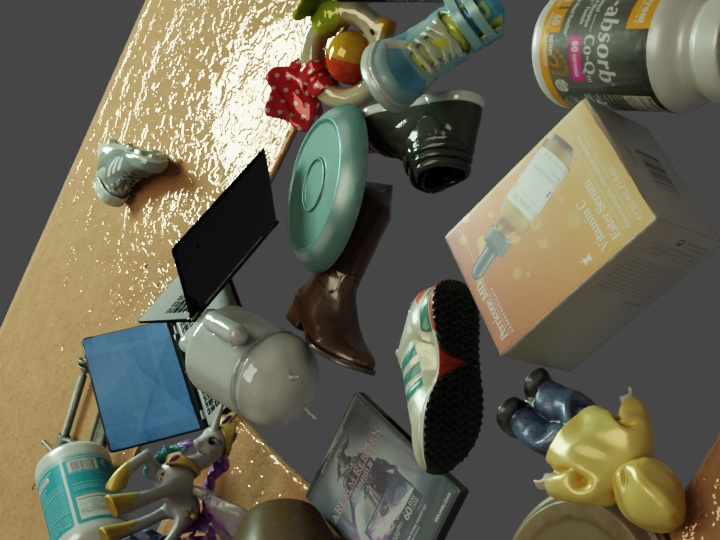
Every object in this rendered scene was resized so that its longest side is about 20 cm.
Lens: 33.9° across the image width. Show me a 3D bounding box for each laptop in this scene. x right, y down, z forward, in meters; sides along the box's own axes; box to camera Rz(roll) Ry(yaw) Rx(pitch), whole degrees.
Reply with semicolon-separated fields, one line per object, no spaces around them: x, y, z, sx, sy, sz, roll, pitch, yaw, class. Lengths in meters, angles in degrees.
-0.249;0.109;1.545;0.200;0.116;0.188;-48;49;28;laptop
-0.201;-0.039;1.482;0.199;0.116;0.187;-5;38;48;laptop

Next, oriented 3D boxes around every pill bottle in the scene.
-0.379;0.344;1.636;0.111;0.110;0.200;-50;47;26;pill bottle
0.264;-0.202;1.074;0.200;0.116;0.117;11;87;49;pill bottle

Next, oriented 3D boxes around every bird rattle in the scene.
-0.035;-0.261;1.445;0.163;0.112;0.201;25;101;32;bird rattle

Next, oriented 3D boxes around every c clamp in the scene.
-0.425;0.212;1.790;0.171;0.027;0.201;32;103;48;c clamp

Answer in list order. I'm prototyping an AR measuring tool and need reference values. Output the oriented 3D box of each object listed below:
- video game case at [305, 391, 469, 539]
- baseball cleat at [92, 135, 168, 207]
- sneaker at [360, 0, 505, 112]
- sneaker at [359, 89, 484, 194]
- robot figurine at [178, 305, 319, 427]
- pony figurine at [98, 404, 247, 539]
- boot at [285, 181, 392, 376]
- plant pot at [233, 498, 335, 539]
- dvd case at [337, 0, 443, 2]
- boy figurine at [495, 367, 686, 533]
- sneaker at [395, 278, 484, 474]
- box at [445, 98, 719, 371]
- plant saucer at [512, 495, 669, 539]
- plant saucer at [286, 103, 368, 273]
0.023;0.244;1.287;0.200;0.019;0.143;38;107;46;video game case
-0.347;-0.143;1.788;0.200;0.069;0.107;22;102;58;baseball cleat
0.083;-0.244;1.254;0.130;0.200;0.080;-30;103;32;sneaker
0.049;-0.133;1.326;0.199;0.071;0.100;-9;67;42;sneaker
-0.127;0.112;1.389;0.200;0.170;0.113;24;68;41;robot figurine
-0.207;0.277;1.400;0.166;0.200;0.194;18;128;42;pony figurine
0.000;0.000;1.354;0.186;0.064;0.201;37;103;49;boot
-0.078;0.354;1.268;0.187;0.186;0.201;-46;34;29;plant pot
0.071;-0.382;1.354;0.199;0.025;0.151;7;83;24;dvd case
0.216;0.160;1.059;0.124;0.064;0.200;-47;45;-10;boy figurine
0.077;0.113;1.240;0.093;0.070;0.201;160;115;-63;sneaker
0.201;-0.028;1.100;0.200;0.106;0.153;-46;49;29;box
0.200;0.295;1.067;0.200;0.029;0.201;-16;68;45;plant saucer
-0.045;-0.098;1.370;0.200;0.027;0.201;-168;90;-67;plant saucer
